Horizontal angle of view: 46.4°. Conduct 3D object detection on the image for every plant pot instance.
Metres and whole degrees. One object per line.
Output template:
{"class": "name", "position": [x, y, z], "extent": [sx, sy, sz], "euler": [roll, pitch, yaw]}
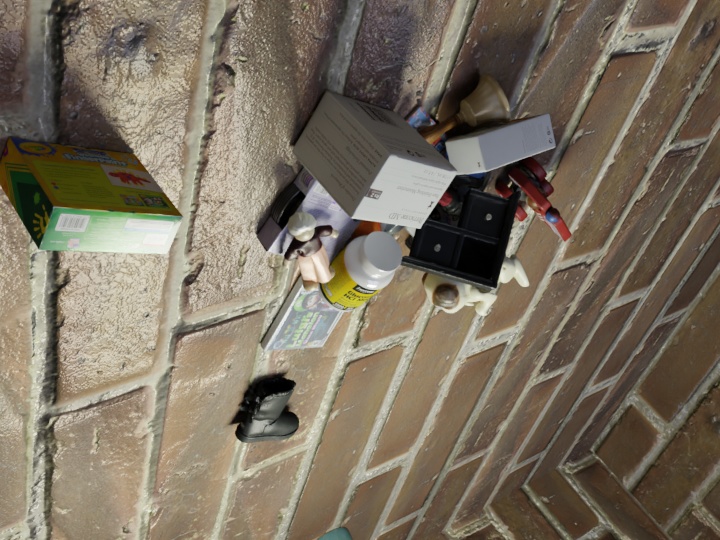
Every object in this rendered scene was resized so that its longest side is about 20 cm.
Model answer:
{"class": "plant pot", "position": [-0.090, 0.990, 2.841], "extent": [0.199, 0.135, 0.201], "euler": [-27, 146, -20]}

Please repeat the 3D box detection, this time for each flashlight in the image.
{"class": "flashlight", "position": [0.156, -0.156, 1.741], "extent": [0.199, 0.067, 0.069], "euler": [19, 83, -51]}

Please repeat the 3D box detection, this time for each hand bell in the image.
{"class": "hand bell", "position": [0.180, -0.286, 1.623], "extent": [0.199, 0.104, 0.104], "euler": [-30, 147, -8]}

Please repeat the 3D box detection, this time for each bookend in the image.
{"class": "bookend", "position": [0.197, -0.083, 1.685], "extent": [0.092, 0.196, 0.202], "euler": [111, -5, -86]}

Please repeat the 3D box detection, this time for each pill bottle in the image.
{"class": "pill bottle", "position": [0.000, 0.000, 1.689], "extent": [0.112, 0.113, 0.200], "euler": [-17, 167, -33]}

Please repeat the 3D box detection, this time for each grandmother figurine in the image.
{"class": "grandmother figurine", "position": [-0.092, -0.043, 1.566], "extent": [0.121, 0.060, 0.201], "euler": [-42, 151, -14]}

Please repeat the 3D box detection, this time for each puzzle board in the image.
{"class": "puzzle board", "position": [0.109, -0.228, 1.685], "extent": [0.151, 0.017, 0.200], "euler": [-47, 148, 8]}

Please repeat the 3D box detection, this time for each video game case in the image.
{"class": "video game case", "position": [-0.106, 0.094, 1.840], "extent": [0.181, 0.023, 0.201], "euler": [1, 129, -47]}

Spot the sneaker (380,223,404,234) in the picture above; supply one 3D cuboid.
{"class": "sneaker", "position": [0.074, -0.162, 1.632], "extent": [0.070, 0.080, 0.202], "euler": [-12, 132, -36]}

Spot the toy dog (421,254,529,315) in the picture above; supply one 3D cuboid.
{"class": "toy dog", "position": [0.231, 0.011, 1.785], "extent": [0.199, 0.140, 0.195], "euler": [-34, 130, -6]}

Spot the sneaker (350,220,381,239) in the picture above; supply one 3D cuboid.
{"class": "sneaker", "position": [0.034, -0.056, 1.758], "extent": [0.073, 0.077, 0.200], "euler": [-38, 147, -1]}

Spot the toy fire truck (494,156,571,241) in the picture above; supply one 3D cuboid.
{"class": "toy fire truck", "position": [0.414, -0.159, 1.952], "extent": [0.112, 0.168, 0.200], "euler": [-43, 148, 4]}

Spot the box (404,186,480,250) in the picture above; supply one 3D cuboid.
{"class": "box", "position": [0.220, -0.086, 1.885], "extent": [0.200, 0.115, 0.132], "euler": [-50, 145, 14]}

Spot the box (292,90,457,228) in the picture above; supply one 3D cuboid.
{"class": "box", "position": [0.025, -0.190, 1.466], "extent": [0.198, 0.200, 0.131], "euler": [4, 127, -49]}

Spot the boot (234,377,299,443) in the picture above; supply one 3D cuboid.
{"class": "boot", "position": [-0.197, 0.322, 1.980], "extent": [0.197, 0.073, 0.164], "euler": [-2, 128, -45]}

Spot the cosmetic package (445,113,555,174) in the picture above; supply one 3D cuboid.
{"class": "cosmetic package", "position": [0.276, -0.248, 1.650], "extent": [0.199, 0.101, 0.072], "euler": [-22, 103, -32]}

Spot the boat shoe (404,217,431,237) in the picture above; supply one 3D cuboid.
{"class": "boat shoe", "position": [0.109, -0.120, 1.765], "extent": [0.066, 0.072, 0.200], "euler": [-46, 146, 1]}

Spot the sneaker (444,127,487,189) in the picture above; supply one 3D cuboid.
{"class": "sneaker", "position": [0.251, -0.229, 1.756], "extent": [0.199, 0.077, 0.112], "euler": [-20, 129, -37]}

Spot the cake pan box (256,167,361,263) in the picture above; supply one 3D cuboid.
{"class": "cake pan box", "position": [-0.080, -0.104, 1.602], "extent": [0.199, 0.052, 0.185], "euler": [10, 120, -52]}

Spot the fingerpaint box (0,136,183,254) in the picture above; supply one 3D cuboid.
{"class": "fingerpaint box", "position": [-0.378, -0.100, 1.175], "extent": [0.199, 0.167, 0.074], "euler": [1, 128, -48]}
